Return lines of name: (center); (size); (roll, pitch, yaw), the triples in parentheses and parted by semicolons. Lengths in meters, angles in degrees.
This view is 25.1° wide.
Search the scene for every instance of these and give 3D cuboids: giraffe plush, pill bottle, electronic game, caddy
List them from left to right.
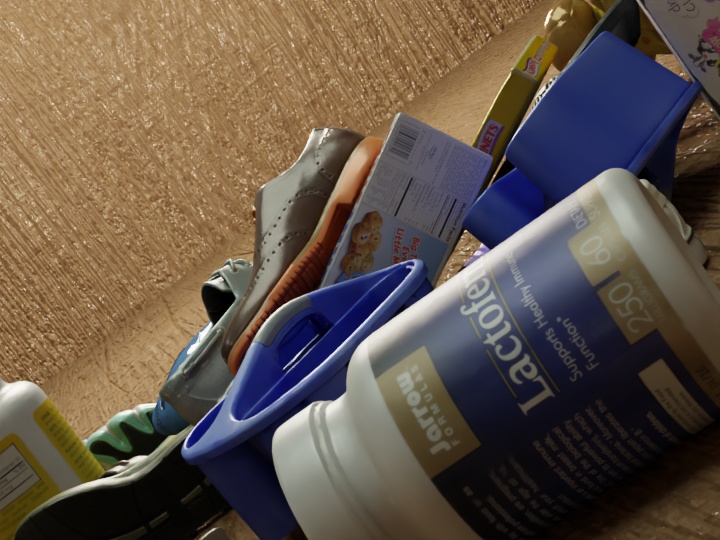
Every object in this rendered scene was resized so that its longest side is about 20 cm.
pill bottle: (-0.264, 0.156, 1.238); (0.111, 0.201, 0.111); (-35, 8, 6)
caddy: (-0.021, 0.068, 0.977); (0.141, 0.105, 0.200); (-30, 10, 44)
pill bottle: (0.066, 0.056, 0.714); (0.199, 0.116, 0.116); (-36, 8, 12)
electronic game: (0.154, -0.124, 1.250); (0.201, 0.041, 0.200); (-54, -7, -10)
caddy: (0.156, -0.064, 1.066); (0.200, 0.105, 0.142); (-46, -12, -48)
giraffe plush: (0.228, -0.221, 1.413); (0.162, 0.199, 0.173); (-36, 31, 45)

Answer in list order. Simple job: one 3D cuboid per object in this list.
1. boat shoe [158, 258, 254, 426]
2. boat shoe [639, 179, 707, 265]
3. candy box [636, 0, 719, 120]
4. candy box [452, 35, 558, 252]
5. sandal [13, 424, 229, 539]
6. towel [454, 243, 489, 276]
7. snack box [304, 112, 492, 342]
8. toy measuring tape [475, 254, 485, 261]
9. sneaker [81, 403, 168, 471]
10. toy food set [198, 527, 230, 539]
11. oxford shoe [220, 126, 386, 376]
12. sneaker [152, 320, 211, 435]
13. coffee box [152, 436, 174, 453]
boat shoe: (-0.081, 0.027, 1.157); (0.070, 0.071, 0.201); (-46, 13, 51)
boat shoe: (0.104, 0.022, 0.897); (0.200, 0.070, 0.071); (-39, 9, -15)
candy box: (0.245, -0.195, 1.173); (0.071, 0.168, 0.200); (-34, 8, 14)
candy box: (0.087, -0.074, 1.211); (0.201, 0.026, 0.102); (-64, -6, 26)
sandal: (-0.152, 0.166, 1.167); (0.200, 0.080, 0.057); (-28, 12, -6)
towel: (0.127, -0.025, 1.236); (0.143, 0.023, 0.200); (-30, 11, 45)
snack box: (0.016, 0.000, 1.088); (0.024, 0.072, 0.201); (-166, 101, -83)
toy measuring tape: (0.006, 0.046, 1.154); (0.200, 0.074, 0.074); (-37, 7, 20)
sneaker: (-0.216, 0.165, 1.425); (0.199, 0.078, 0.140); (-35, 9, 10)
toy food set: (-0.175, 0.221, 0.996); (0.143, 0.061, 0.200); (-42, 9, -36)
oxford shoe: (-0.049, -0.014, 1.124); (0.201, 0.073, 0.071); (-58, -26, -23)
sneaker: (-0.107, 0.066, 1.258); (0.078, 0.066, 0.200); (-33, 10, 26)
coffee box: (-0.089, 0.113, 1.295); (0.123, 0.044, 0.200); (-29, 12, 39)
